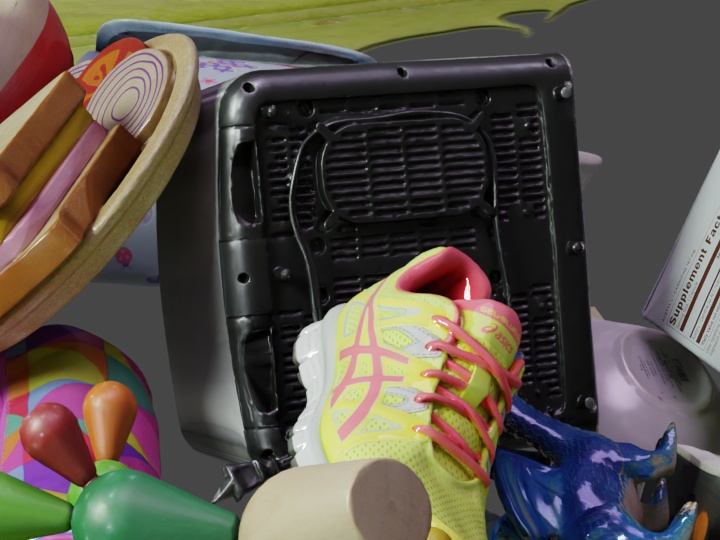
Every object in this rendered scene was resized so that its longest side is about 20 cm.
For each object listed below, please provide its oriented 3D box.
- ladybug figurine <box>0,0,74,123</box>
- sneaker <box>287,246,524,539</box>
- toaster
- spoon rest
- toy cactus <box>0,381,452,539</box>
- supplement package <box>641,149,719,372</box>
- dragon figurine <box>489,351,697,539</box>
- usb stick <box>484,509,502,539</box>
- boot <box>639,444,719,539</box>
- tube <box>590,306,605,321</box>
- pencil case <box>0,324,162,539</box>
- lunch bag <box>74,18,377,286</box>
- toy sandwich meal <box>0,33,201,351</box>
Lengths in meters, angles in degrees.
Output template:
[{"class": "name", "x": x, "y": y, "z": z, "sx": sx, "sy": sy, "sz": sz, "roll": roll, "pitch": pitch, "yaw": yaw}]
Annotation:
[{"class": "ladybug figurine", "x": -0.210, "y": -0.075, "z": 1.300, "sx": 0.072, "sy": 0.136, "sz": 0.201, "roll": 35, "pitch": 54, "yaw": -15}, {"class": "sneaker", "x": 0.026, "y": 0.050, "z": 0.931, "sx": 0.078, "sy": 0.090, "sz": 0.200, "roll": 42, "pitch": 16, "yaw": -26}, {"class": "toaster", "x": 0.000, "y": 0.000, "z": 1.099, "sx": 0.198, "sy": 0.183, "sz": 0.118, "roll": -6, "pitch": 1, "yaw": -23}, {"class": "spoon rest", "x": 0.122, "y": 0.031, "z": 1.196, "sx": 0.099, "sy": 0.061, "sz": 0.201, "roll": 8, "pitch": 46, "yaw": -29}, {"class": "toy cactus", "x": -0.031, "y": 0.088, "z": 0.783, "sx": 0.199, "sy": 0.165, "sz": 0.103, "roll": 32, "pitch": 58, "yaw": -22}, {"class": "supplement package", "x": 0.279, "y": 0.019, "z": 1.120, "sx": 0.190, "sy": 0.148, "sz": 0.200, "roll": 17, "pitch": 14, "yaw": -36}, {"class": "dragon figurine", "x": 0.081, "y": 0.105, "z": 0.972, "sx": 0.098, "sy": 0.059, "sz": 0.201, "roll": 2, "pitch": 36, "yaw": -3}, {"class": "usb stick", "x": 0.077, "y": 0.137, "z": 1.016, "sx": 0.199, "sy": 0.033, "sz": 0.055, "roll": 25, "pitch": 26, "yaw": 36}, {"class": "boot", "x": 0.206, "y": 0.128, "z": 0.979, "sx": 0.143, "sy": 0.073, "sz": 0.200, "roll": 15, "pitch": 9, "yaw": -11}, {"class": "tube", "x": 0.048, "y": 0.037, "z": 1.216, "sx": 0.198, "sy": 0.059, "sz": 0.052, "roll": 2, "pitch": -18, "yaw": -24}, {"class": "pencil case", "x": -0.124, "y": 0.097, "z": 0.999, "sx": 0.088, "sy": 0.089, "sz": 0.200, "roll": 1, "pitch": 24, "yaw": -11}, {"class": "lunch bag", "x": -0.077, "y": -0.067, "z": 1.325, "sx": 0.168, "sy": 0.128, "sz": 0.200, "roll": 7, "pitch": 17, "yaw": 4}, {"class": "toy sandwich meal", "x": -0.152, "y": -0.040, "z": 1.062, "sx": 0.070, "sy": 0.205, "sz": 0.205, "roll": 41, "pitch": 14, "yaw": -22}]
